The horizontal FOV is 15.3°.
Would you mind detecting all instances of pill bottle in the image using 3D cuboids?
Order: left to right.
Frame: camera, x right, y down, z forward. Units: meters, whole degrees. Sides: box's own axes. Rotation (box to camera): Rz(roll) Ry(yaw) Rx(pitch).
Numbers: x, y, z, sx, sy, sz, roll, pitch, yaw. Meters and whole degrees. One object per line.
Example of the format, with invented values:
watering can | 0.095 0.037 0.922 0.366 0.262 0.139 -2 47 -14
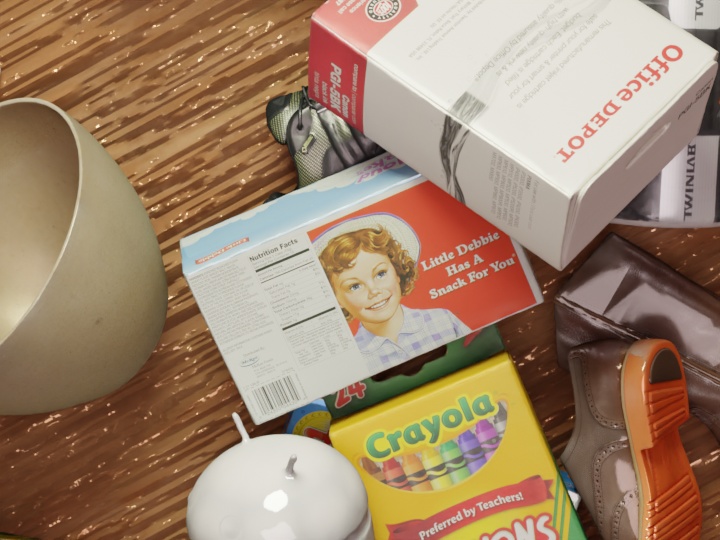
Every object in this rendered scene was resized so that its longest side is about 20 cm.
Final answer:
pill bottle | 0.192 -0.131 1.694 0.106 0.106 0.200 2 98 0

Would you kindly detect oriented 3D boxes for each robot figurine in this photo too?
robot figurine | -0.045 0.185 1.662 0.113 0.170 0.200 -32 126 -37

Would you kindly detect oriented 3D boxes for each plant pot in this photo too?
plant pot | -0.199 0.010 1.690 0.134 0.200 0.200 33 98 -40

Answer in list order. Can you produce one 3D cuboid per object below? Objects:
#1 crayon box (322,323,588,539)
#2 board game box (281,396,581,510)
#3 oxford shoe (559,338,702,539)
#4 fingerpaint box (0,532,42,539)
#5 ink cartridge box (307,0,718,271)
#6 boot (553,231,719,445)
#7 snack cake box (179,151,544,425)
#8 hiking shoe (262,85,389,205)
crayon box | 0.062 0.137 1.702 0.127 0.051 0.200 -23 96 4
board game box | 0.018 0.197 1.763 0.196 0.056 0.200 20 97 -3
oxford shoe | 0.170 0.138 1.717 0.073 0.071 0.200 4 103 34
fingerpaint box | -0.220 0.221 1.695 0.167 0.200 0.073 11 97 -1
ink cartridge box | 0.089 -0.115 1.601 0.200 0.083 0.147 36 61 20
boot | 0.201 0.091 1.749 0.200 0.064 0.187 23 97 0
snack cake box | 0.000 0.000 1.677 0.200 0.067 0.115 -23 111 2
hiking shoe | -0.007 -0.101 1.714 0.101 0.076 0.200 21 98 -6
